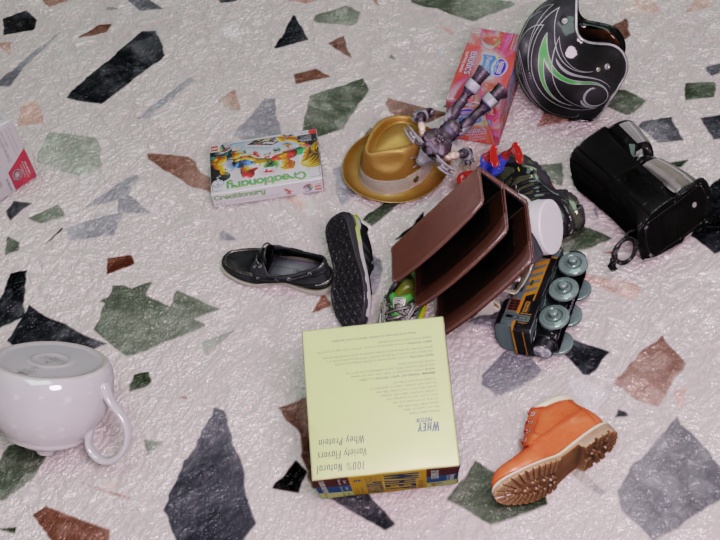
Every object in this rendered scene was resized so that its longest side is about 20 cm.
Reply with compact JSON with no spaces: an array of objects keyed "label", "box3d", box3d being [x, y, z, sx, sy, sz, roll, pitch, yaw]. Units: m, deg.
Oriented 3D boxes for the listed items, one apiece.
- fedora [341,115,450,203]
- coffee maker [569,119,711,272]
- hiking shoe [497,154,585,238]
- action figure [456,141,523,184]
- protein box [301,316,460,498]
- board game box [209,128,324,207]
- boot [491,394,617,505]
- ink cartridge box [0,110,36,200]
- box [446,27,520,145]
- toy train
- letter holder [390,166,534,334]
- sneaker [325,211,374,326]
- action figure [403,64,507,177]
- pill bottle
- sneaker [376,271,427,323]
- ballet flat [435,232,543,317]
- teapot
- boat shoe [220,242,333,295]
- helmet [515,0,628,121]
[{"label":"fedora","box3d":[0.060,-0.207,1.821,0.197,0.082,0.203,-4,50,5]},{"label":"coffee maker","box3d":[0.420,-0.127,1.671,0.190,0.136,0.200,-18,44,-22]},{"label":"hiking shoe","box3d":[0.270,-0.118,1.728,0.100,0.076,0.199,-35,56,-25]},{"label":"action figure","box3d":[0.204,-0.132,1.703,0.064,0.200,0.101,-6,83,-13]},{"label":"protein box","box3d":[0.028,0.189,1.434,0.195,0.135,0.203,-6,68,2]},{"label":"board game box","box3d":[-0.167,-0.181,1.860,0.196,0.035,0.128,-9,51,-1]},{"label":"boot","box3d":[0.243,0.243,1.445,0.198,0.076,0.107,-24,48,-24]},{"label":"ink cartridge box","box3d":[-0.690,-0.177,1.849,0.199,0.146,0.083,-40,58,-23]},{"label":"box","box3d":[0.225,-0.332,1.896,0.101,0.095,0.202,12,53,14]},{"label":"toy train","box3d":[0.278,0.044,1.596,0.112,0.086,0.202,8,51,26]},{"label":"letter holder","box3d":[0.142,-0.020,1.505,0.100,0.200,0.143,30,38,-24]},{"label":"sneaker","box3d":[0.000,0.000,1.667,0.071,0.082,0.203,-19,67,35]},{"label":"action figure","box3d":[0.158,-0.242,1.757,0.130,0.069,0.200,44,89,-6]},{"label":"pill bottle","box3d":[0.206,-0.062,1.628,0.197,0.109,0.110,-2,46,36]},{"label":"sneaker","box3d":[0.048,0.082,1.586,0.077,0.086,0.202,7,52,13]},{"label":"ballet flat","box3d":[0.195,0.023,1.558,0.200,0.072,0.074,-48,46,25]},{"label":"teapot","box3d":[-0.446,0.197,1.518,0.194,0.149,0.199,-1,15,-27]},{"label":"boat shoe","box3d":[-0.137,-0.012,1.697,0.196,0.067,0.075,15,54,18]},{"label":"helmet","box3d":[0.362,-0.372,1.836,0.189,0.201,0.202,28,55,-2]}]
